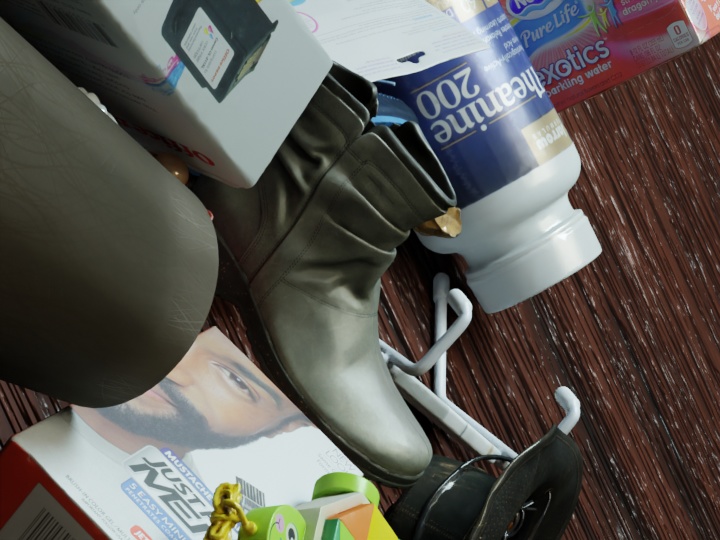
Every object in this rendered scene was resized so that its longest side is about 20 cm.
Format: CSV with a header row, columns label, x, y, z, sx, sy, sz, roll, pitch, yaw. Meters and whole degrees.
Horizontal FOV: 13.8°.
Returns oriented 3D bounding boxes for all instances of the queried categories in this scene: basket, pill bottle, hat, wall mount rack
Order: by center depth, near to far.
label,x,y,z,sx,sy,sz,roll,pitch,yaw
basket,-0.166,-0.024,1.289,0.200,0.180,0.137,33,39,-48
hat,0.044,0.155,1.603,0.081,0.202,0.200,24,23,17
wall mount rack,0.037,0.035,1.715,0.200,0.075,0.174,41,-2,-40
pill bottle,0.065,-0.081,1.798,0.201,0.111,0.111,62,28,-5

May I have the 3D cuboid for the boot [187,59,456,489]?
label,x,y,z,sx,sy,sz,roll,pitch,yaw
boot,0.000,0.000,1.496,0.200,0.130,0.068,53,19,7

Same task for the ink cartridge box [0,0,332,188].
label,x,y,z,sx,sy,sz,roll,pitch,yaw
ink cartridge box,-0.123,-0.141,1.433,0.083,0.145,0.200,-57,144,-13

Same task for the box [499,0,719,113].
label,x,y,z,sx,sy,sz,roll,pitch,yaw
box,0.123,-0.156,1.867,0.103,0.199,0.095,63,28,-3

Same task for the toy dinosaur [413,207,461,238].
label,x,y,z,sx,sy,sz,roll,pitch,yaw
toy dinosaur,-0.044,-0.013,1.596,0.199,0.106,0.061,-22,103,-18

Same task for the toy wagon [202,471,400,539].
label,x,y,z,sx,sy,sz,roll,pitch,yaw
toy wagon,-0.012,0.169,1.372,0.200,0.039,0.156,58,33,-41

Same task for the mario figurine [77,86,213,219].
label,x,y,z,sx,sy,sz,roll,pitch,yaw
mario figurine,-0.136,-0.062,1.449,0.200,0.106,0.124,49,30,-26

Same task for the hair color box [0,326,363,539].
label,x,y,z,sx,sy,sz,roll,pitch,yaw
hair color box,-0.092,0.107,1.402,0.111,0.064,0.200,44,26,8

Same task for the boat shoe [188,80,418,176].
label,x,y,z,sx,sy,sz,roll,pitch,yaw
boat shoe,-0.035,-0.095,1.672,0.200,0.084,0.069,7,51,-58

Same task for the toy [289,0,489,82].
label,x,y,z,sx,sy,sz,roll,pitch,yaw
toy,-0.040,-0.147,1.647,0.200,0.047,0.115,39,37,28
